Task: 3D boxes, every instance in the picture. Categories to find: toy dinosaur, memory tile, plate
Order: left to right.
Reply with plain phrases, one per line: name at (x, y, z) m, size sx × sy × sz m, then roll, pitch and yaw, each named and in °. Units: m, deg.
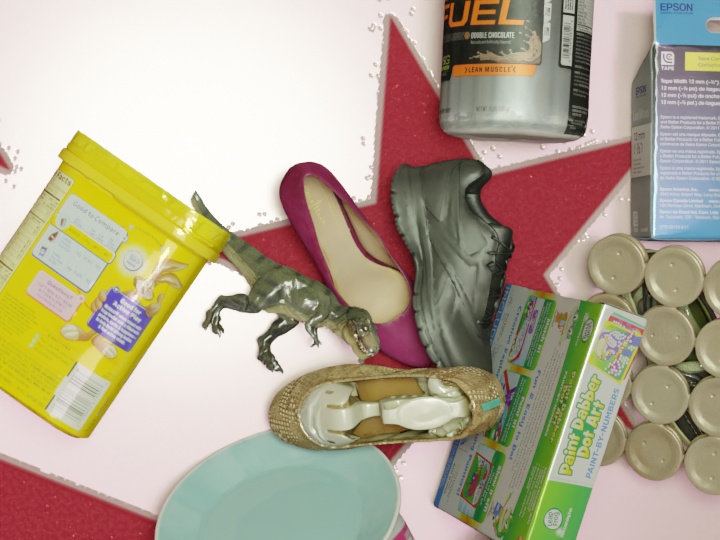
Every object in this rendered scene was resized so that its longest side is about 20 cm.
toy dinosaur at (-0.076, 0.027, 1.497) m, size 0.199 × 0.047 × 0.088 m, roll 35°, pitch 99°, yaw 8°
plate at (-0.063, 0.198, 1.446) m, size 0.199 × 0.200 × 0.026 m, roll -20°, pitch 125°, yaw -7°
memory tile at (0.250, 0.076, 1.506) m, size 0.152 × 0.017 × 0.201 m, roll 11°, pitch 106°, yaw 24°

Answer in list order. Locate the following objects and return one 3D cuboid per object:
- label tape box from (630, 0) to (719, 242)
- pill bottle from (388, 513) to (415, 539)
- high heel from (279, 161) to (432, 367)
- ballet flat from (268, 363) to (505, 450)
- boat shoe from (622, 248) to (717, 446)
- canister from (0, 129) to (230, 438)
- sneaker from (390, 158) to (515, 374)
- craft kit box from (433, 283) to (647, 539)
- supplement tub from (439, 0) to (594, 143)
label tape box at (0.304, -0.124, 1.539) m, size 0.142 × 0.066 × 0.202 m, roll 0°, pitch 88°, yaw -8°
pill bottle at (0.029, 0.305, 1.484) m, size 0.113 × 0.113 × 0.201 m, roll -29°, pitch 95°, yaw -6°
high heel at (0.000, 0.000, 1.483) m, size 0.067 × 0.096 × 0.200 m, roll -42°, pitch 96°, yaw -6°
ballet flat at (0.013, 0.108, 1.448) m, size 0.199 × 0.065 × 0.071 m, roll -9°, pitch 93°, yaw 17°
boat shoe at (0.278, 0.076, 1.537) m, size 0.071 × 0.066 × 0.202 m, roll -26°, pitch 94°, yaw -6°
canister at (-0.219, 0.013, 1.452) m, size 0.148 × 0.087 × 0.201 m, roll 34°, pitch 88°, yaw 6°
sneaker at (0.085, 0.003, 1.485) m, size 0.090 × 0.076 × 0.201 m, roll -14°, pitch 87°, yaw 17°
craft kit box at (0.138, 0.116, 1.452) m, size 0.048 × 0.197 × 0.201 m, roll 19°, pitch 89°, yaw -15°
supplement tub at (0.128, -0.206, 1.484) m, size 0.122 × 0.123 × 0.202 m, roll 3°, pitch 90°, yaw -8°
